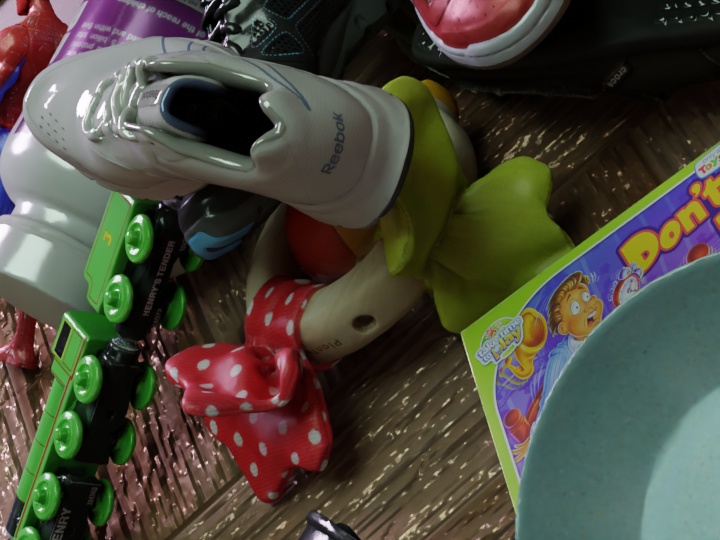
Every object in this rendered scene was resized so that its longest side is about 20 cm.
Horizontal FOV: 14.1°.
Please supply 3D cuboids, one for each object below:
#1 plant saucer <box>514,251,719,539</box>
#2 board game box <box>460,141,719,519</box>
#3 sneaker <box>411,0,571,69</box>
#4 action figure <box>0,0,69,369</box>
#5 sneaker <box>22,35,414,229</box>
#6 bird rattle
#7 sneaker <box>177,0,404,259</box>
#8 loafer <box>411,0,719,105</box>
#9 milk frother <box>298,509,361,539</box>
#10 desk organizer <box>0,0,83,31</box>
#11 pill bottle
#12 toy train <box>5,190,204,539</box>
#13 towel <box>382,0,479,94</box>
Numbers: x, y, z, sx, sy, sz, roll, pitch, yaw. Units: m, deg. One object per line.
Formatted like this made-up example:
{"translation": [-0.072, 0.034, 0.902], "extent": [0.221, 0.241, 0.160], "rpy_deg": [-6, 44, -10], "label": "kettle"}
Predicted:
{"translation": [0.153, 0.092, 1.041], "extent": [0.200, 0.039, 0.202], "rpy_deg": [-5, 80, 27], "label": "plant saucer"}
{"translation": [0.141, 0.024, 1.137], "extent": [0.200, 0.045, 0.135], "rpy_deg": [-37, 40, 19], "label": "board game box"}
{"translation": [0.019, -0.164, 1.235], "extent": [0.071, 0.112, 0.200], "rpy_deg": [-42, 31, 8], "label": "sneaker"}
{"translation": [-0.175, -0.054, 1.452], "extent": [0.052, 0.065, 0.201], "rpy_deg": [13, 93, 41], "label": "action figure"}
{"translation": [-0.072, -0.068, 1.211], "extent": [0.199, 0.087, 0.075], "rpy_deg": [7, 83, 40], "label": "sneaker"}
{"translation": [0.000, 0.000, 1.290], "extent": [0.200, 0.112, 0.163], "rpy_deg": [-47, 24, 28], "label": "bird rattle"}
{"translation": [-0.046, -0.092, 1.312], "extent": [0.073, 0.082, 0.200], "rpy_deg": [-38, 22, 54], "label": "sneaker"}
{"translation": [0.108, -0.097, 1.243], "extent": [0.199, 0.071, 0.073], "rpy_deg": [3, 56, 42], "label": "loafer"}
{"translation": [-0.014, 0.198, 1.009], "extent": [0.180, 0.200, 0.188], "rpy_deg": [34, 84, 23], "label": "milk frother"}
{"translation": [-0.105, -0.161, 1.514], "extent": [0.200, 0.072, 0.077], "rpy_deg": [-46, 40, 8], "label": "desk organizer"}
{"translation": [-0.106, -0.068, 1.407], "extent": [0.112, 0.112, 0.201], "rpy_deg": [11, 69, 49], "label": "pill bottle"}
{"translation": [-0.122, 0.052, 1.335], "extent": [0.056, 0.042, 0.201], "rpy_deg": [43, 117, 50], "label": "toy train"}
{"translation": [0.083, -0.179, 1.365], "extent": [0.200, 0.036, 0.148], "rpy_deg": [-52, 37, 3], "label": "towel"}
